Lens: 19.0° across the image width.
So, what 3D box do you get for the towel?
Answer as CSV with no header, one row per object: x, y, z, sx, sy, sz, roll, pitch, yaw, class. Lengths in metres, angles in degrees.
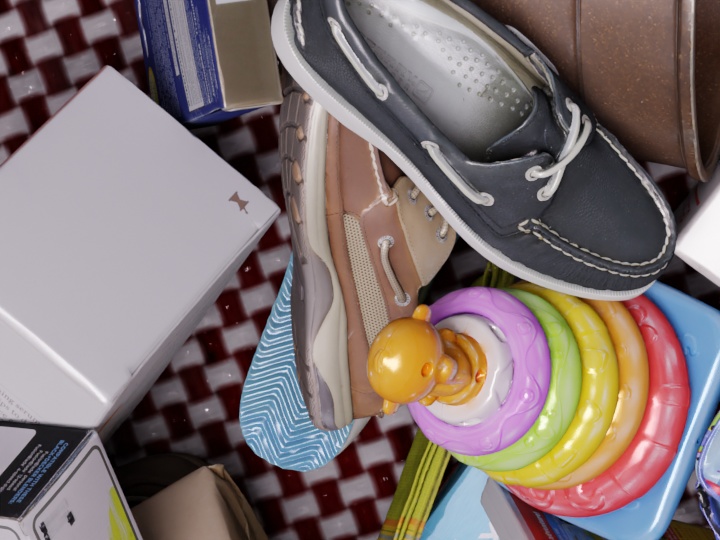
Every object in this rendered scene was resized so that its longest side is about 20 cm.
0.026,0.093,1.025,0.018,0.086,0.201,22,80,-6,towel

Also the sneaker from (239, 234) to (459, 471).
0.000,0.000,1.053,0.076,0.081,0.201,28,90,3,sneaker

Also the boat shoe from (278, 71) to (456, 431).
0.004,-0.021,0.952,0.071,0.076,0.201,-6,125,-6,boat shoe

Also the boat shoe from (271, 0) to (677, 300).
0.054,-0.056,0.867,0.199,0.060,0.076,31,70,-15,boat shoe

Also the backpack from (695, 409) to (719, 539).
0.254,0.069,0.978,0.134,0.200,0.183,39,106,16,backpack

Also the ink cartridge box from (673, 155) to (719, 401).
0.203,-0.045,0.995,0.067,0.117,0.200,37,102,2,ink cartridge box

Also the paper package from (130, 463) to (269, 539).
-0.111,0.218,0.981,0.199,0.191,0.104,-30,125,2,paper package

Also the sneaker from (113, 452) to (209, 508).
-0.167,0.151,1.101,0.199,0.076,0.071,-29,95,11,sneaker

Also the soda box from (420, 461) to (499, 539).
0.060,0.138,1.074,0.068,0.064,0.200,36,102,0,soda box

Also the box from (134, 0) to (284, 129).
-0.076,-0.128,0.984,0.032,0.200,0.122,-10,93,-14,box

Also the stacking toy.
0.060,0.046,0.903,0.109,0.200,0.117,24,97,35,stacking toy

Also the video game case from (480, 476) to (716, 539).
0.162,0.151,0.974,0.199,0.143,0.018,16,106,-16,video game case

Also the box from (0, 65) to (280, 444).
-0.150,0.032,0.998,0.106,0.152,0.200,39,136,0,box

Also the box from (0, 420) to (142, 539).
-0.189,0.124,0.945,0.199,0.060,0.117,2,126,33,box

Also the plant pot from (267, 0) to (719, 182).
0.065,-0.146,0.966,0.197,0.200,0.202,4,101,14,plant pot
